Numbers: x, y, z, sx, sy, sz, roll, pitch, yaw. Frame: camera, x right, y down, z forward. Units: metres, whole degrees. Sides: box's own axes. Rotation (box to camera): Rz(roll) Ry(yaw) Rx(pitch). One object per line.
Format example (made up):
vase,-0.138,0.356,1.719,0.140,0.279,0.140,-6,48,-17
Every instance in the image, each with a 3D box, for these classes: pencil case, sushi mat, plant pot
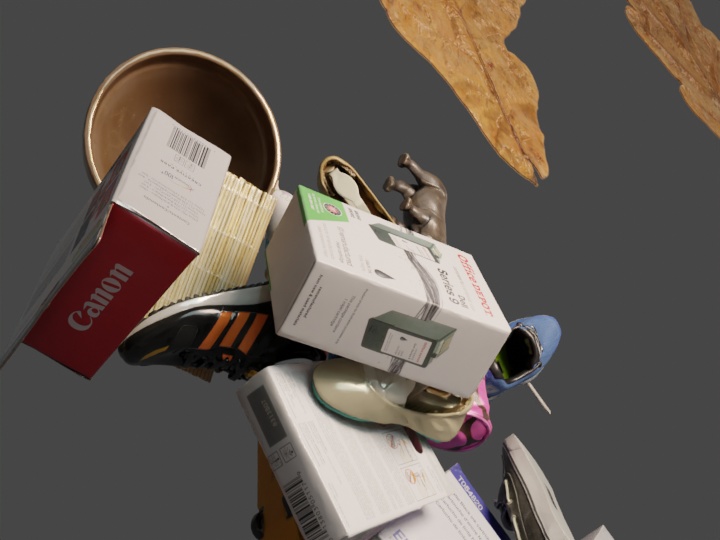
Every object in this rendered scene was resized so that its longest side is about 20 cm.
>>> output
pencil case,0.089,0.102,1.151,0.093,0.091,0.202,16,48,-34
sushi mat,-0.152,-0.002,0.983,0.095,0.012,0.202,25,75,-24
plant pot,-0.189,-0.119,1.044,0.199,0.093,0.203,3,81,-22

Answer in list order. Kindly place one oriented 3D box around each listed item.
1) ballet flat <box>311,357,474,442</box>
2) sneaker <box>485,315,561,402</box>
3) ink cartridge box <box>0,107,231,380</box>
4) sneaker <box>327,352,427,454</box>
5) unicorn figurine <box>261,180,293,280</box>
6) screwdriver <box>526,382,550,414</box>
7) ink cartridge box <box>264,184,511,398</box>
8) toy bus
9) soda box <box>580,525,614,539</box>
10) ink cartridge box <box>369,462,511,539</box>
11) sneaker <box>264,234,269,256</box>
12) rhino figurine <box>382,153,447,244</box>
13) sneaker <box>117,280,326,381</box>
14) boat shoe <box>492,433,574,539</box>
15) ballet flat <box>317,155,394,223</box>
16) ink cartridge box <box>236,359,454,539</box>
ballet flat,0.039,0.111,0.953,0.199,0.069,0.070,23,41,-45
sneaker,0.197,0.104,1.236,0.199,0.089,0.079,-29,87,-46
ink cartridge box,-0.209,-0.005,0.859,0.083,0.200,0.177,31,39,-20
sneaker,0.026,0.147,1.049,0.086,0.075,0.201,-1,60,-37
unicorn figurine,-0.069,-0.031,1.042,0.073,0.138,0.200,5,29,-47
screwdriver,0.184,0.102,1.298,0.201,0.028,0.029,56,8,9
ink cartridge box,0.021,0.019,0.928,0.198,0.084,0.146,20,25,-21
toy bus,-0.053,0.197,0.939,0.078,0.065,0.201,23,42,-29
soda box,0.232,0.331,1.048,0.068,0.064,0.200,55,18,13
ink cartridge box,0.118,0.308,1.024,0.200,0.041,0.199,53,37,8
sneaker,0.000,0.000,1.117,0.130,0.080,0.200,2,27,-48
rhino figurine,0.077,-0.056,1.308,0.087,0.060,0.201,30,42,-28
sneaker,-0.119,0.070,0.934,0.198,0.070,0.091,-14,71,-29
boat shoe,0.177,0.252,1.108,0.071,0.063,0.200,54,9,-21
ballet flat,0.006,-0.056,1.229,0.201,0.068,0.063,53,-7,17
ink cartridge box,-0.010,0.163,0.934,0.199,0.057,0.164,7,51,-62
